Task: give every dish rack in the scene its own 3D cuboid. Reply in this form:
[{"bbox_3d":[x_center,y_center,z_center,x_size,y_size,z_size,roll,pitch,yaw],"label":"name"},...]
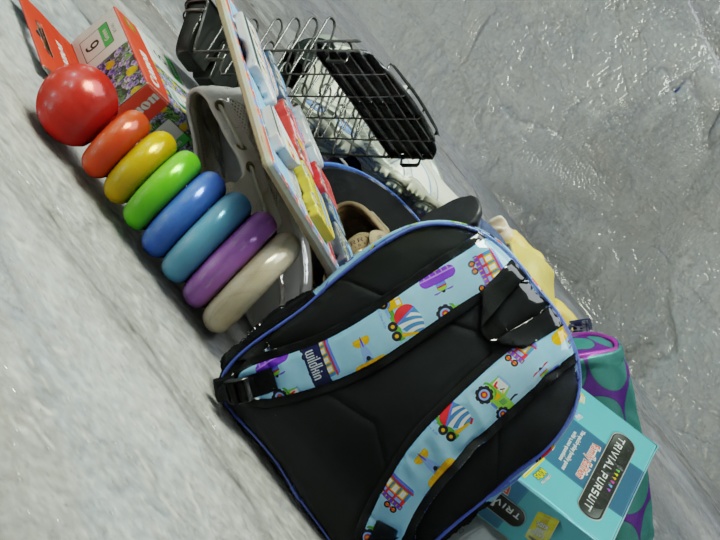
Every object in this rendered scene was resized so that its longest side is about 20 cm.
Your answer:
[{"bbox_3d":[-0.036,-0.141,1.357,0.199,0.055,0.153,6,-28,34],"label":"dish rack"}]

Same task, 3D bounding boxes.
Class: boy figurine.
[{"bbox_3d":[0.121,0.016,1.432,0.200,0.064,0.125,43,36,-47],"label":"boy figurine"}]

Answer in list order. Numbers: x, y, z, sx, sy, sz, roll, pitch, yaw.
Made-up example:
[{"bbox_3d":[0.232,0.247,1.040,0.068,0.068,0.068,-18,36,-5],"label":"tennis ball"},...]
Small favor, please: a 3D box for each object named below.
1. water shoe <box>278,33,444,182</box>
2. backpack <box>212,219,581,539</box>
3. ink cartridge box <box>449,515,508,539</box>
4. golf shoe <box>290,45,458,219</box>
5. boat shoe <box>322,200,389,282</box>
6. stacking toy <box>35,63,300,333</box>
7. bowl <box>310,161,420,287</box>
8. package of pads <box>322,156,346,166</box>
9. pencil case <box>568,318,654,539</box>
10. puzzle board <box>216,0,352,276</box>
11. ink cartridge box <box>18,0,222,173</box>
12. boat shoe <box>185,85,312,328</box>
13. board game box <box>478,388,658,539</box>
[{"bbox_3d":[-0.005,-0.116,1.578,0.200,0.071,0.079,53,36,4],"label":"water shoe"},{"bbox_3d":[0.036,0.068,1.109,0.183,0.200,0.135,51,10,4],"label":"backpack"},{"bbox_3d":[0.088,0.194,1.367,0.200,0.047,0.160,50,8,-45],"label":"ink cartridge box"},{"bbox_3d":[0.032,-0.111,1.514,0.200,0.098,0.078,39,-18,-20],"label":"golf shoe"},{"bbox_3d":[0.002,0.007,1.268,0.200,0.071,0.065,-117,-178,-68],"label":"boat shoe"},{"bbox_3d":[-0.135,-0.055,1.164,0.200,0.085,0.085,44,11,-2],"label":"stacking toy"},{"bbox_3d":[0.000,0.000,1.420,0.200,0.039,0.202,30,40,-29],"label":"bowl"},{"bbox_3d":[-0.010,-0.021,1.562,0.200,0.076,0.120,54,13,12],"label":"package of pads"},{"bbox_3d":[0.176,0.146,1.389,0.085,0.092,0.201,-29,113,-49],"label":"pencil case"},{"bbox_3d":[-0.049,-0.088,1.211,0.201,0.017,0.151,-109,173,-45],"label":"puzzle board"},{"bbox_3d":[-0.170,-0.138,1.337,0.200,0.050,0.109,44,13,-43],"label":"ink cartridge box"},{"bbox_3d":[-0.090,-0.042,1.279,0.069,0.071,0.201,6,60,-45],"label":"boat shoe"},{"bbox_3d":[0.105,0.114,1.262,0.200,0.047,0.151,38,32,4],"label":"board game box"}]
